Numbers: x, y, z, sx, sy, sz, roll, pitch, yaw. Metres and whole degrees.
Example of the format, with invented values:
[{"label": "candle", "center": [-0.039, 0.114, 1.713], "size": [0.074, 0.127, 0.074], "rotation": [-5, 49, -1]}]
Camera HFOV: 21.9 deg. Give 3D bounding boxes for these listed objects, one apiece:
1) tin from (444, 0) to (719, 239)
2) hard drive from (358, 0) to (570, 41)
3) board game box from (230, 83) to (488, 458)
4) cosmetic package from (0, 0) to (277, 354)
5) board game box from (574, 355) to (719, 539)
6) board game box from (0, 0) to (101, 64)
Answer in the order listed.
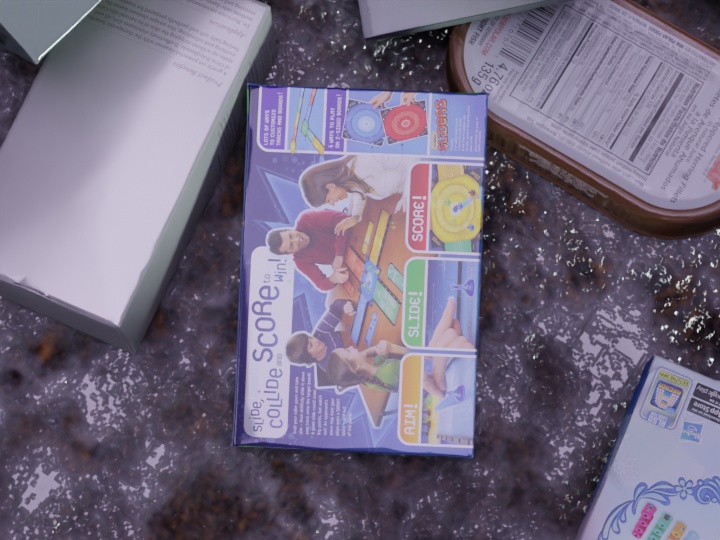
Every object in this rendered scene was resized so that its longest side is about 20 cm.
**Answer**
[{"label": "tin", "center": [0.141, -0.098, 1.065], "size": [0.200, 0.042, 0.112], "rotation": [31, 84, 7]}, {"label": "hard drive", "center": [0.049, -0.241, 1.042], "size": [0.131, 0.026, 0.201], "rotation": [-9, 90, 20]}, {"label": "board game box", "center": [0.000, 0.000, 1.028], "size": [0.135, 0.034, 0.201], "rotation": [3, 87, 2]}, {"label": "cosmetic package", "center": [-0.134, -0.068, 1.037], "size": [0.107, 0.085, 0.201], "rotation": [24, 79, 6]}, {"label": "board game box", "center": [0.211, 0.176, 0.998], "size": [0.199, 0.043, 0.200], "rotation": [23, 79, 6]}, {"label": "board game box", "center": [-0.167, -0.196, 1.009], "size": [0.148, 0.200, 0.064], "rotation": [-44, 117, -8]}]
